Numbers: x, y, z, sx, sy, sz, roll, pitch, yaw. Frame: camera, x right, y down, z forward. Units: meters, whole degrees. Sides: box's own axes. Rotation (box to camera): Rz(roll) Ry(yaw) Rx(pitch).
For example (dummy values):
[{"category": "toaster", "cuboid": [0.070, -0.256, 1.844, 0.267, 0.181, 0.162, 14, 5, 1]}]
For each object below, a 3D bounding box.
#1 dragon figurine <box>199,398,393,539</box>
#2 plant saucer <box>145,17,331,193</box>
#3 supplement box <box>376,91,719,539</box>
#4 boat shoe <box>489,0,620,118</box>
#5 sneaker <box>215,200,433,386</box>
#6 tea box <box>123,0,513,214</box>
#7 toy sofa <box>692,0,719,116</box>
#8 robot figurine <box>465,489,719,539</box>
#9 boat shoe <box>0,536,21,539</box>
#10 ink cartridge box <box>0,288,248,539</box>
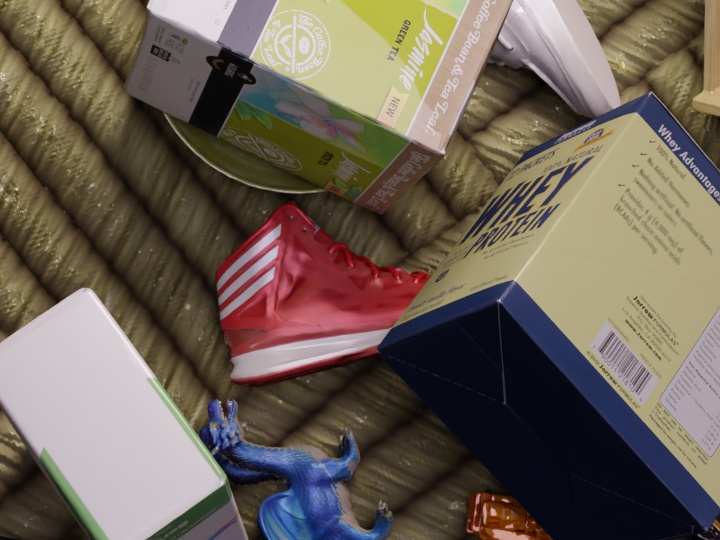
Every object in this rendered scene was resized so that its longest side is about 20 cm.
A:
[{"category": "dragon figurine", "cuboid": [-0.034, 0.167, 1.416, 0.099, 0.059, 0.200, -24, 82, -10]}, {"category": "plant saucer", "cuboid": [-0.046, -0.148, 1.475, 0.200, 0.031, 0.200, 1, 81, -9]}, {"category": "supplement box", "cuboid": [0.159, 0.037, 1.381, 0.200, 0.134, 0.200, 47, 56, -13]}, {"category": "boat shoe", "cuboid": [0.101, -0.177, 1.486, 0.068, 0.072, 0.200, -32, 110, 23]}, {"category": "sneaker", "cuboid": [0.000, 0.000, 1.438, 0.200, 0.078, 0.116, -14, 86, -12]}, {"category": "tea box", "cuboid": [-0.028, -0.148, 1.360, 0.197, 0.200, 0.134, 25, 78, -5]}, {"category": "toy sofa", "cuboid": [0.280, -0.202, 1.462, 0.098, 0.083, 0.200, -35, 131, -43]}, {"category": "robot figurine", "cuboid": [0.165, 0.211, 1.444, 0.200, 0.058, 0.145, 9, 81, -8]}, {"category": "boat shoe", "cuboid": [-0.237, 0.200, 1.360, 0.200, 0.093, 0.075, 6, 81, -8]}, {"category": "ink cartridge box", "cuboid": [-0.146, 0.115, 1.322, 0.084, 0.200, 0.145, -35, 75, -10]}]
